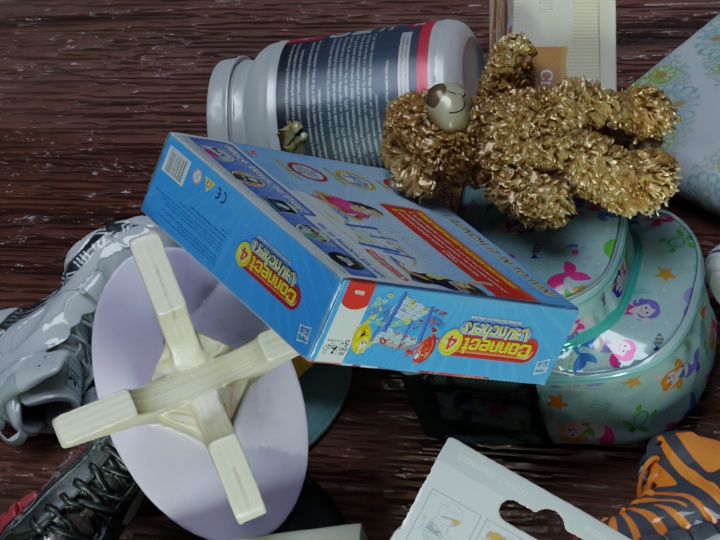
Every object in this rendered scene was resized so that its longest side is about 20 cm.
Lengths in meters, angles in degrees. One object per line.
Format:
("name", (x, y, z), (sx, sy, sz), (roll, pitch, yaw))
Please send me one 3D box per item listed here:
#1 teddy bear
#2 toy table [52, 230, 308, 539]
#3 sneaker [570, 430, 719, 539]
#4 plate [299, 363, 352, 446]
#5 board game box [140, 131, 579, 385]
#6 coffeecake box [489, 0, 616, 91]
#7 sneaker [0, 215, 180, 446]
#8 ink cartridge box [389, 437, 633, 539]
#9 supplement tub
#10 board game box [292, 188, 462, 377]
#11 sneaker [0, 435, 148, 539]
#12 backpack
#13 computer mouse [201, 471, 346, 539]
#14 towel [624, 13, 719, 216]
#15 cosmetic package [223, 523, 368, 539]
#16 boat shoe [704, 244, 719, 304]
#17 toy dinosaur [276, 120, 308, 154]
("teddy bear", (0.114, -0.089, 1.492), (0.200, 0.067, 0.145), (19, 66, 4))
("toy table", (-0.100, 0.074, 1.443), (0.184, 0.117, 0.200), (-33, 85, -7))
("sneaker", (0.174, 0.167, 1.445), (0.199, 0.078, 0.112), (-11, 36, -7))
("plate", (-0.105, 0.081, 1.674), (0.200, 0.026, 0.200), (-11, 42, 10))
("board game box", (-0.001, -0.007, 1.411), (0.196, 0.056, 0.200), (8, 22, -41))
("coffeecake box", (0.136, -0.136, 1.643), (0.073, 0.154, 0.200), (0, -3, -2))
("sneaker", (-0.202, 0.049, 1.698), (0.200, 0.075, 0.115), (-36, 40, 0))
("ink cartridge box", (0.072, 0.224, 1.352), (0.162, 0.057, 0.200), (30, 59, 1))
("supplement tub", (-0.005, -0.113, 1.760), (0.199, 0.141, 0.141), (-6, 42, 15))
("board game box", (0.000, 0.000, 1.610), (0.200, 0.030, 0.096), (-41, 18, 31))
("sneaker", (-0.180, 0.155, 1.523), (0.200, 0.071, 0.098), (-48, 15, 15))
("backpack", (0.139, 0.029, 1.553), (0.199, 0.151, 0.178), (5, 45, 19))
("computer mouse", (-0.087, 0.148, 1.549), (0.138, 0.053, 0.200), (-42, 51, -4))
("towel", (0.295, -0.123, 1.730), (0.200, 0.048, 0.171), (-38, 41, -21))
("cosmetic package", (-0.084, 0.232, 1.441), (0.199, 0.103, 0.087), (-9, 44, 14))
("boat shoe", (0.283, 0.052, 1.527), (0.070, 0.071, 0.200), (-30, 48, -16))
("toy dinosaur", (-0.066, -0.030, 1.722), (0.101, 0.200, 0.058), (43, 33, 10))
